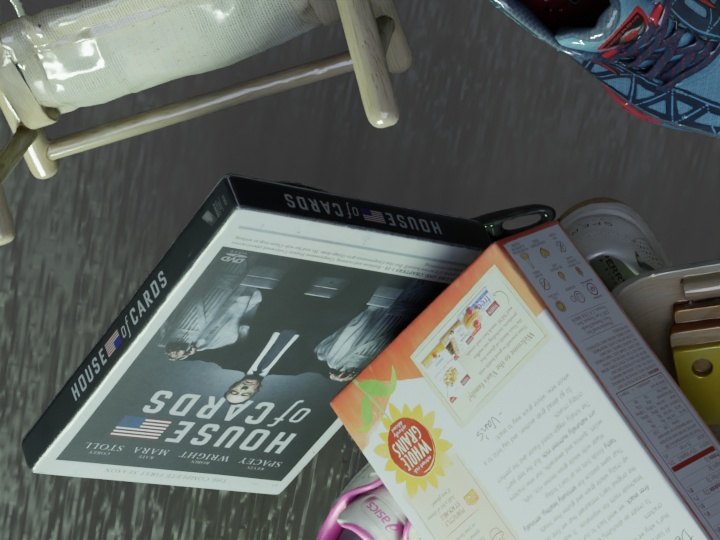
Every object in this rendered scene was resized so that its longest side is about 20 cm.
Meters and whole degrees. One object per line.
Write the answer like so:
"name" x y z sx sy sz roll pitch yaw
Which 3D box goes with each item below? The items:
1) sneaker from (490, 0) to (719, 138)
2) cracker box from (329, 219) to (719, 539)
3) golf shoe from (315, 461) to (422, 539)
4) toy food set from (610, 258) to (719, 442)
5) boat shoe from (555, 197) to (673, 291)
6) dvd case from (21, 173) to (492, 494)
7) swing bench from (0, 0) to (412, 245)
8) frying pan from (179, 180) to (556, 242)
"sneaker" 0.117 -0.112 1.186 0.199 0.096 0.080 30 110 -10
"cracker box" 0.092 0.098 1.167 0.134 0.058 0.200 -44 74 36
"golf shoe" 0.041 0.103 1.268 0.075 0.091 0.200 41 111 16
"toy food set" 0.216 0.064 1.190 0.199 0.061 0.144 -8 120 11
"boat shoe" 0.160 0.057 1.267 0.071 0.069 0.200 -38 107 13
"dvd case" -0.050 0.036 1.220 0.150 0.025 0.200 9 135 -37
"swing bench" -0.100 -0.145 1.164 0.198 0.130 0.201 -16 106 8
"frying pan" -0.003 0.016 1.279 0.189 0.031 0.116 6 113 2
